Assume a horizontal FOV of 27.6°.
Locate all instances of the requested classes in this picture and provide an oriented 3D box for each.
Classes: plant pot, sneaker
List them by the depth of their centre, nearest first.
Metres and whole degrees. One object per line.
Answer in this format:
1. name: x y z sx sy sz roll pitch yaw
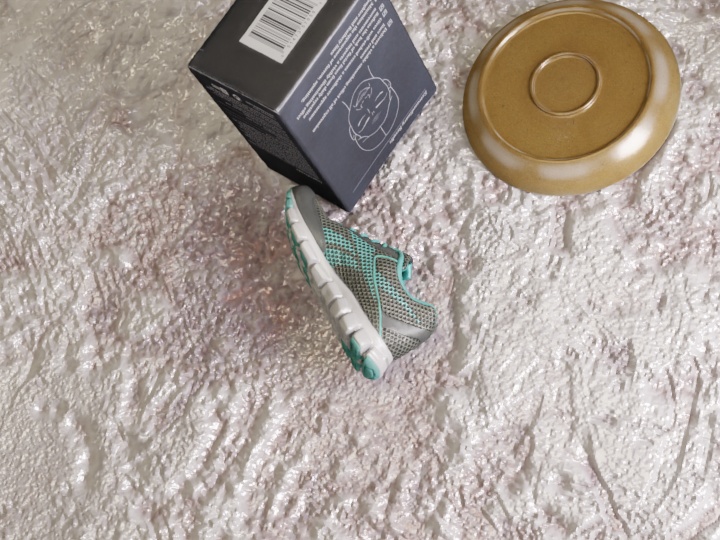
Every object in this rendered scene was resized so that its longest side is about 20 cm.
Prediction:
1. sneaker: 0.000 0.000 1.297 0.091 0.078 0.200 -25 65 -10
2. plant pot: 0.185 -0.162 1.317 0.199 0.027 0.201 -7 67 16

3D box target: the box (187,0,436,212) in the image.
1. box: -0.037 -0.171 1.298 0.107 0.200 0.149 30 79 28
